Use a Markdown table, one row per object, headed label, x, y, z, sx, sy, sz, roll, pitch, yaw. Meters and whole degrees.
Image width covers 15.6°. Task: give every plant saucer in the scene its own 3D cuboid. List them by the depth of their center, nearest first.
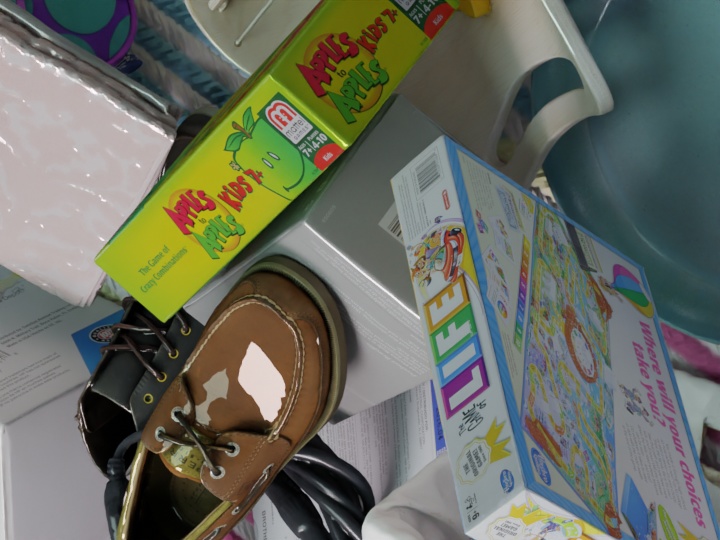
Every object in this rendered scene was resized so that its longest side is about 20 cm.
| label | x | y | z | sx | sy | sz | roll | pitch | yaw |
| --- | --- | --- | --- | --- | --- | --- | --- | --- | --- |
| plant saucer | 0.163 | -0.062 | 1.184 | 0.200 | 0.027 | 0.201 | 20 | 123 | 35 |

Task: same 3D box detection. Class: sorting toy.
| label | x | y | z | sx | sy | sz | roll | pitch | yaw |
| --- | --- | --- | --- | --- | --- | --- | --- | --- | --- |
| sorting toy | 0.038 | -0.123 | 1.206 | 0.180 | 0.107 | 0.200 | 55 | 145 | 6 |

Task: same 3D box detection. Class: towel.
| label | x | y | z | sx | sy | sz | roll | pitch | yaw |
| --- | --- | --- | --- | --- | --- | --- | --- | --- | --- |
| towel | -0.203 | -0.078 | 1.398 | 0.200 | 0.032 | 0.191 | 31 | 142 | -3 |

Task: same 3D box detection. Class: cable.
| label | x | y | z | sx | sy | sz | roll | pitch | yaw |
| --- | --- | --- | --- | --- | --- | --- | --- | --- | --- |
| cable | -0.053 | 0.168 | 1.356 | 0.163 | 0.051 | 0.201 | -11 | 89 | 32 |

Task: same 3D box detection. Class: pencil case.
| label | x | y | z | sx | sy | sz | roll | pitch | yaw |
| --- | --- | --- | --- | --- | --- | --- | --- | --- | --- |
| pencil case | -0.205 | -0.121 | 1.456 | 0.200 | 0.092 | 0.085 | -18 | 94 | 47 |

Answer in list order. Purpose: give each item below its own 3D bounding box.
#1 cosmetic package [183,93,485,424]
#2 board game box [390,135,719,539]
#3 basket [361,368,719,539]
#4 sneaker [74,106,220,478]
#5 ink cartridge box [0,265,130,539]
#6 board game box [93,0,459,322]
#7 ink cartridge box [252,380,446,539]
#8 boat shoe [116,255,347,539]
| label | x | y | z | sx | sy | sz | roll | pitch | yaw |
| --- | --- | --- | --- | --- | --- | --- | --- | --- | --- |
| cosmetic package | 0.000 | 0.000 | 1.266 | 0.107 | 0.090 | 0.200 | 39 | 161 | -10 |
| board game box | 0.084 | 0.049 | 1.095 | 0.034 | 0.134 | 0.200 | -39 | 38 | 26 |
| basket | 0.129 | 0.166 | 1.206 | 0.198 | 0.200 | 0.161 | 22 | 126 | 32 |
| sneaker | -0.098 | 0.018 | 1.413 | 0.075 | 0.106 | 0.201 | 21 | 124 | 35 |
| ink cartridge box | -0.223 | 0.091 | 1.540 | 0.200 | 0.147 | 0.145 | 22 | 124 | 35 |
| board game box | -0.041 | -0.061 | 1.194 | 0.048 | 0.102 | 0.200 | 41 | 144 | -6 |
| ink cartridge box | 0.012 | 0.112 | 1.370 | 0.200 | 0.042 | 0.120 | -33 | 54 | 49 |
| boat shoe | -0.064 | 0.078 | 1.242 | 0.072 | 0.068 | 0.200 | 36 | 137 | 13 |
